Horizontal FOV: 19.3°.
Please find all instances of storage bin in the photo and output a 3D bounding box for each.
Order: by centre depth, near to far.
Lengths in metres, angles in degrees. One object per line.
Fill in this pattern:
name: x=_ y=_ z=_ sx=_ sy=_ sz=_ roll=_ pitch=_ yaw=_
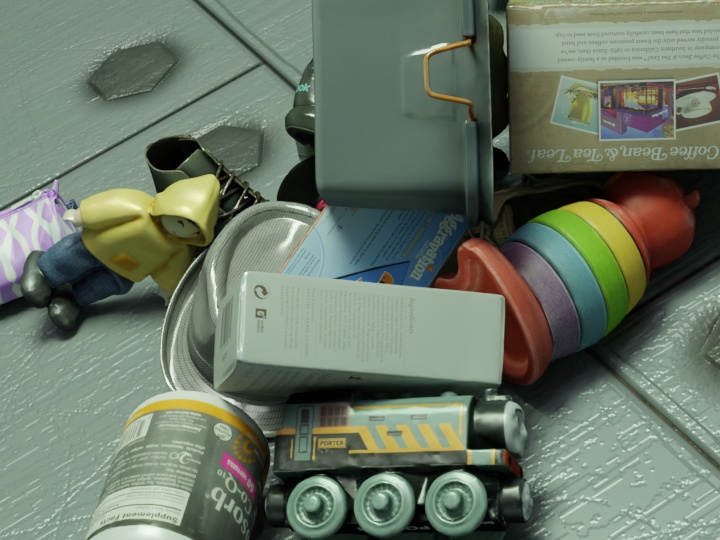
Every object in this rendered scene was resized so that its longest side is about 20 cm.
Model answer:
storage bin: x=0.032 y=-0.132 z=1.582 sx=0.133 sy=0.202 sz=0.146 roll=-2 pitch=-5 yaw=3

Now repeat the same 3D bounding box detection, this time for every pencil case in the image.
pencil case: x=-0.340 y=-0.007 z=1.874 sx=0.198 sy=0.086 sz=0.084 roll=-22 pitch=32 yaw=-2

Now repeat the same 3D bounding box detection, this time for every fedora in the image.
fedora: x=-0.072 y=0.022 z=1.676 sx=0.176 sy=0.091 sz=0.201 roll=23 pitch=60 yaw=19

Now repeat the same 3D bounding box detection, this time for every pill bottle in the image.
pill bottle: x=-0.138 y=0.193 z=1.523 sx=0.115 sy=0.117 sz=0.201 roll=-5 pitch=41 yaw=18

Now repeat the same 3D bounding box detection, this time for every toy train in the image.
toy train: x=0.027 y=0.141 z=1.515 sx=0.198 sy=0.085 sz=0.115 roll=-4 pitch=70 yaw=19

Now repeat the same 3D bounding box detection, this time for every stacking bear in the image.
stacking bear: x=0.174 y=-0.009 z=1.634 sx=0.199 sy=0.122 sz=0.114 roll=-33 pitch=80 yaw=-22

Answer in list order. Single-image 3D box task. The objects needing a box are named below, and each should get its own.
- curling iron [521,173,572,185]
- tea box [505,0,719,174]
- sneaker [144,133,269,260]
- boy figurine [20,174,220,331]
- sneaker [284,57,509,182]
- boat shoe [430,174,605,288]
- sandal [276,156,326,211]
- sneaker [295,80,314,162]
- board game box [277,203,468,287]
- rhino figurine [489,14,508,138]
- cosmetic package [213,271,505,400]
curling iron: x=0.216 y=-0.124 z=1.819 sx=0.199 sy=0.026 sz=0.050 roll=-32 pitch=43 yaw=-15
tea box: x=0.217 y=-0.155 z=1.686 sx=0.198 sy=0.135 sz=0.197 roll=-1 pitch=12 yaw=5
sneaker: x=-0.105 y=-0.045 z=1.800 sx=0.199 sy=0.107 sz=0.075 roll=15 pitch=49 yaw=35
boy figurine: x=-0.189 y=-0.017 z=1.785 sx=0.199 sy=0.124 sz=0.065 roll=-25 pitch=35 yaw=29
sneaker: x=0.038 y=-0.127 z=1.792 sx=0.198 sy=0.075 sz=0.080 roll=17 pitch=76 yaw=-14
boat shoe: x=0.106 y=-0.032 z=1.701 sx=0.199 sy=0.072 sz=0.065 roll=-24 pitch=1 yaw=-10
sandal: x=0.009 y=-0.049 z=1.780 sx=0.198 sy=0.076 sz=0.045 roll=10 pitch=39 yaw=29
sneaker: x=0.004 y=-0.156 z=1.875 sx=0.074 sy=0.116 sz=0.201 roll=6 pitch=45 yaw=33
board game box: x=0.000 y=0.000 z=1.630 sx=0.103 sy=0.019 sz=0.201 roll=36 pitch=69 yaw=-3
rhino figurine: x=0.088 y=-0.187 z=1.724 sx=0.059 sy=0.201 sz=0.088 roll=-13 pitch=47 yaw=-1
cosmetic package: x=-0.002 y=0.054 z=1.552 sx=0.198 sy=0.102 sz=0.075 roll=6 pitch=74 yaw=-13
